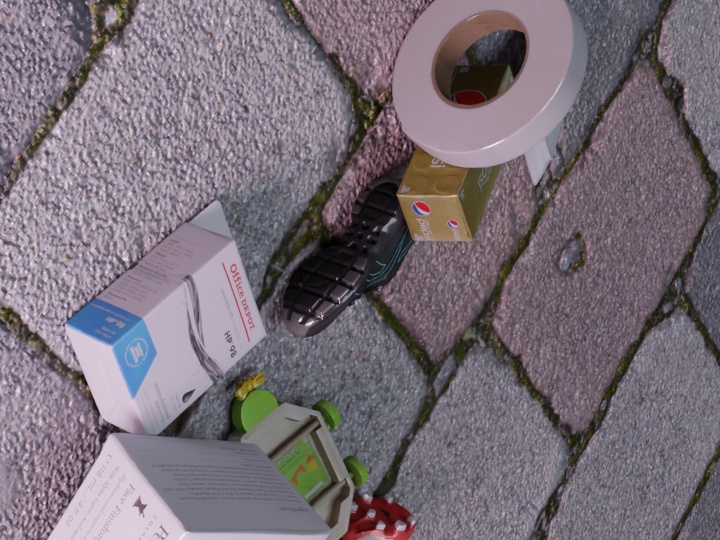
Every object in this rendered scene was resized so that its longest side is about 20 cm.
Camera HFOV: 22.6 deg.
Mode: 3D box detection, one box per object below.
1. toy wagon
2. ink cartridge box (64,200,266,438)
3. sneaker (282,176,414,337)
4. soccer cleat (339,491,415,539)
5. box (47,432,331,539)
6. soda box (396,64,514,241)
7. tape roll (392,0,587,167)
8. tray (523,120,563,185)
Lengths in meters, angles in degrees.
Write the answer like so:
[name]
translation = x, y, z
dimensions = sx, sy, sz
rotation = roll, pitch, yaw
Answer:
[toy wagon]
translation = -0.078, 0.190, 1.773
dimensions = 0.155, 0.039, 0.201
rotation = -38, 111, -35
[ink cartridge box]
translation = -0.158, 0.041, 1.614
dimensions = 0.200, 0.066, 0.116
rotation = -43, 134, -31
[sneaker]
translation = 0.000, 0.000, 1.784
dimensions = 0.200, 0.075, 0.080
rotation = -50, 139, -24
[soccer cleat]
translation = -0.015, 0.294, 1.900
dimensions = 0.200, 0.069, 0.086
rotation = -18, 142, -54
[box]
translation = -0.168, 0.264, 1.596
dimensions = 0.199, 0.131, 0.200
rotation = 12, 116, -52
[soda box]
translation = 0.102, -0.120, 1.812
dimensions = 0.064, 0.067, 0.201
rotation = 68, 33, -41
[tape roll]
translation = 0.123, -0.197, 1.752
dimensions = 0.037, 0.202, 0.204
rotation = 38, 75, -51
[tray]
translation = 0.203, -0.198, 1.931
dimensions = 0.108, 0.022, 0.201
rotation = 66, 33, -41
